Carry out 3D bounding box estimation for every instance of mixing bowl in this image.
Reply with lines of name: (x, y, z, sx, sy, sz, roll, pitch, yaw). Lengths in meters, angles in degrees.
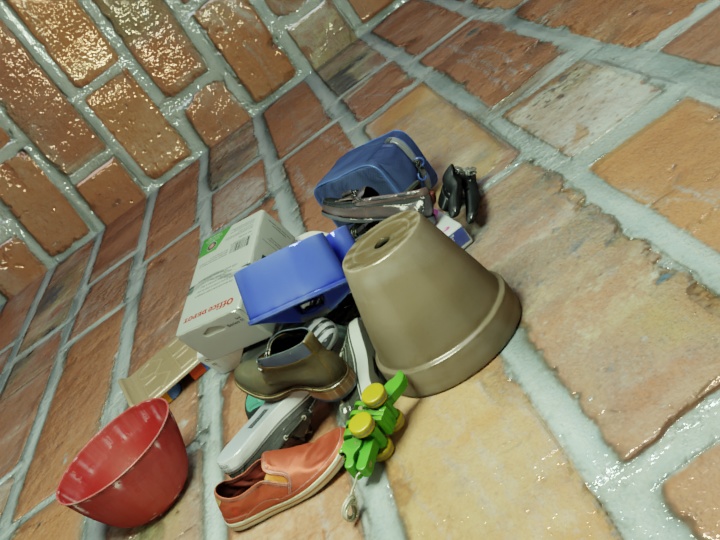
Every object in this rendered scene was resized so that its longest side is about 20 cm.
mixing bowl: (-0.319, 0.289, 1.392, 0.200, 0.109, 0.200, -32, 22, 15)

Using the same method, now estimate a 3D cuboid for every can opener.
can opener: (0.163, -0.116, 1.541, 0.063, 0.079, 0.200, 9, 20, -4)

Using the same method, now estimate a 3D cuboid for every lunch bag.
lunch bag: (0.035, -0.157, 1.714, 0.199, 0.136, 0.133, -16, 30, 43)

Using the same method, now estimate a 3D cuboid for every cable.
cable: (0.000, 0.000, 1.453, 0.163, 0.051, 0.200, -8, 38, 55)

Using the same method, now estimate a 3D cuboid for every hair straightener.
hair straightener: (0.029, -0.080, 1.595, 0.200, 0.041, 0.077, -41, 60, -12)

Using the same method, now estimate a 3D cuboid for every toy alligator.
toy alligator: (0.001, 0.198, 1.126, 0.054, 0.059, 0.201, -5, 44, 36)

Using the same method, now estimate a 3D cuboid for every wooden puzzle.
wooden puzzle: (-0.331, 0.174, 1.750, 0.200, 0.046, 0.185, -37, 21, -11)

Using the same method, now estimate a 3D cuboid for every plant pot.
plant pot: (0.071, 0.027, 1.222, 0.199, 0.174, 0.200, -32, 20, 14)

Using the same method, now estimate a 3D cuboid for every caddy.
caddy: (-0.078, 0.019, 1.358, 0.199, 0.105, 0.141, -25, -1, 32)

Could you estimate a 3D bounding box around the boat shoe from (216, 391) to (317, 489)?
boat shoe: (-0.098, 0.202, 1.275, 0.200, 0.066, 0.070, -47, 18, -28)

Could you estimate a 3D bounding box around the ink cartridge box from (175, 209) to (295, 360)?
ink cartridge box: (-0.194, 0.025, 1.528, 0.146, 0.083, 0.201, -23, 41, 35)

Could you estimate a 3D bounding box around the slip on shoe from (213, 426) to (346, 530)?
slip on shoe: (-0.094, 0.245, 1.189, 0.199, 0.061, 0.074, -31, 20, 12)

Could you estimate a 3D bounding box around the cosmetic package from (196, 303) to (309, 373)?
cosmetic package: (-0.173, 0.084, 1.597, 0.199, 0.074, 0.102, -23, 51, 29)

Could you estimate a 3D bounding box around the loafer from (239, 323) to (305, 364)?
loafer: (-0.113, 0.129, 1.465, 0.200, 0.073, 0.073, -29, 30, 45)

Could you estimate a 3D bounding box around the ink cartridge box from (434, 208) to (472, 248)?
ink cartridge box: (0.058, -0.021, 1.531, 0.196, 0.043, 0.200, -39, 22, -3)

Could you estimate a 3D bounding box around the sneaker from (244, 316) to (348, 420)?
sneaker: (-0.079, 0.152, 1.386, 0.200, 0.087, 0.075, -47, 56, 23)

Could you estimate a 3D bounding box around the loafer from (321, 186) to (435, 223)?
loafer: (0.027, -0.108, 1.525, 0.199, 0.063, 0.072, 8, 20, 30)

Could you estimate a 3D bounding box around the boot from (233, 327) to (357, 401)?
boot: (-0.103, 0.110, 1.238, 0.199, 0.097, 0.075, -4, 43, 38)

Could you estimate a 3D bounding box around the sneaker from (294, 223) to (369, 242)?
sneaker: (-0.039, -0.031, 1.629, 0.199, 0.076, 0.089, -16, -11, -13)

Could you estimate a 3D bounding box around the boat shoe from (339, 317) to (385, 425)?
boat shoe: (-0.008, 0.130, 1.276, 0.063, 0.071, 0.200, -30, 23, 11)
